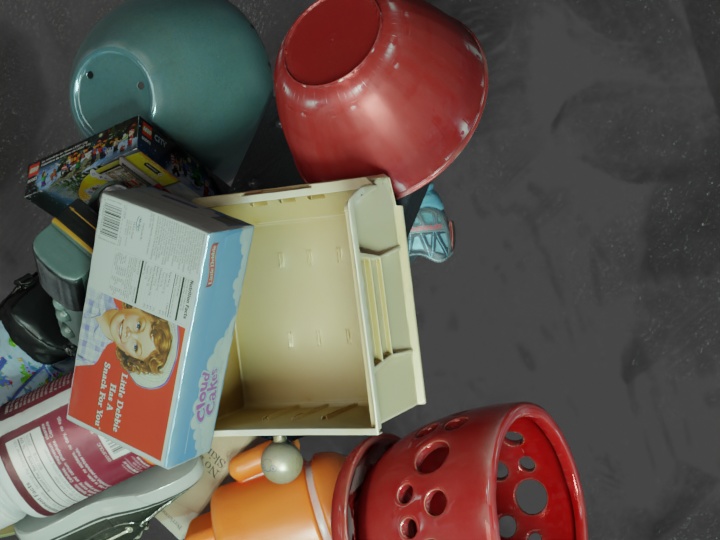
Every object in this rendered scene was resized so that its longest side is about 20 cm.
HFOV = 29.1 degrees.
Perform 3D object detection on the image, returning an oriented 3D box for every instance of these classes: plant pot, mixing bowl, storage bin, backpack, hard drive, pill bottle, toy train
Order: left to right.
[{"bbox_3d":[-0.330,0.091,1.411,0.199,0.163,0.154,-32,101,31],"label":"backpack"},{"bbox_3d":[-0.278,0.162,1.304,0.198,0.114,0.115,-25,89,6],"label":"pill bottle"},{"bbox_3d":[-0.232,0.004,1.246,0.085,0.114,0.201,39,154,16],"label":"toy train"},{"bbox_3d":[-0.200,-0.167,1.316,0.197,0.134,0.203,4,101,23],"label":"plant pot"},{"bbox_3d":[-0.060,0.031,1.169,0.198,0.093,0.202,-5,95,31],"label":"storage bin"},{"bbox_3d":[-0.021,-0.090,1.256,0.198,0.042,0.136,10,69,36],"label":"hard drive"},{"bbox_3d":[-0.001,-0.168,1.191,0.198,0.108,0.203,-16,56,25],"label":"mixing bowl"},{"bbox_3d":[0.085,0.229,1.230,0.180,0.200,0.203,-15,93,30],"label":"plant pot"}]

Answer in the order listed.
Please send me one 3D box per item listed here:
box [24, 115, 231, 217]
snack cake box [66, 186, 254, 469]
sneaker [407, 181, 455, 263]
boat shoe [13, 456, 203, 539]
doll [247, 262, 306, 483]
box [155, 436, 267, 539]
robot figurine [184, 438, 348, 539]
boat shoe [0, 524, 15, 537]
[{"bbox_3d":[-0.197,-0.060,1.305,0.135,0.200,0.038,-18,56,27],"label":"box"},{"bbox_3d":[-0.166,0.044,1.142,0.114,0.067,0.203,20,106,26],"label":"snack cake box"},{"bbox_3d":[0.000,0.000,1.290,0.199,0.079,0.096,-31,89,25],"label":"sneaker"},{"bbox_3d":[-0.236,0.229,1.349,0.198,0.071,0.064,-22,121,9],"label":"boat shoe"},{"bbox_3d":[-0.082,0.094,1.273,0.135,0.048,0.203,-6,94,32],"label":"doll"},{"bbox_3d":[-0.144,0.158,1.380,0.095,0.078,0.201,38,111,13],"label":"box"},{"bbox_3d":[-0.067,0.246,1.327,0.197,0.117,0.145,-19,60,3],"label":"robot figurine"},{"bbox_3d":[-0.312,0.212,1.399,0.063,0.198,0.074,-47,61,58],"label":"boat shoe"}]
